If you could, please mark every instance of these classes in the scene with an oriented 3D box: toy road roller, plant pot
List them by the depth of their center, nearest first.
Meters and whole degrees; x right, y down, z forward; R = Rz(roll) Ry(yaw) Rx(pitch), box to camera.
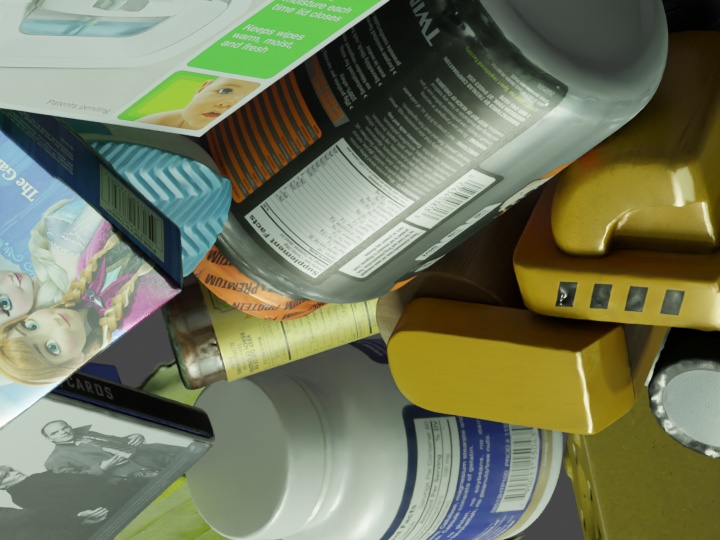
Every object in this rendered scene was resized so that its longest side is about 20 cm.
[{"bbox_3d":[0.102,-0.022,1.097,0.199,0.123,0.146,5,133,25],"label":"toy road roller"},{"bbox_3d":[0.239,0.133,1.722,0.199,0.196,0.194,-9,160,-2],"label":"plant pot"}]

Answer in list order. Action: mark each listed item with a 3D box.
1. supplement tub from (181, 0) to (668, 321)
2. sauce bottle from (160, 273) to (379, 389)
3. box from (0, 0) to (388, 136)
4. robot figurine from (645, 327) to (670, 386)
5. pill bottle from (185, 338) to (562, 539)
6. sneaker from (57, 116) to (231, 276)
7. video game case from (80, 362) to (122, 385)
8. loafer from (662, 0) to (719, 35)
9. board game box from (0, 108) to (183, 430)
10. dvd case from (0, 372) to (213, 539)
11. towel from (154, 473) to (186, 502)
[{"bbox_3d":[0.014,-0.067,1.051,0.122,0.123,0.200,0,153,-44],"label":"supplement tub"},{"bbox_3d":[0.000,0.000,1.305,0.199,0.065,0.065,-19,161,-8],"label":"sauce bottle"},{"bbox_3d":[-0.073,-0.133,0.833,0.176,0.097,0.200,-31,157,34],"label":"box"},{"bbox_3d":[0.184,0.013,1.369,0.169,0.114,0.200,-18,-153,-30],"label":"robot figurine"},{"bbox_3d":[0.005,0.098,1.485,0.199,0.120,0.120,0,153,-43],"label":"pill bottle"},{"bbox_3d":[-0.146,-0.037,1.001,0.199,0.081,0.077,2,124,-21],"label":"sneaker"},{"bbox_3d":[-0.244,0.098,1.358,0.181,0.046,0.200,-32,157,27],"label":"video game case"},{"bbox_3d":[0.157,-0.152,1.064,0.200,0.068,0.070,-28,124,29],"label":"loafer"},{"bbox_3d":[-0.200,-0.007,0.924,0.199,0.043,0.200,-37,120,19],"label":"board game box"},{"bbox_3d":[-0.189,0.096,1.255,0.200,0.025,0.150,21,126,-42],"label":"dvd case"},{"bbox_3d":[-0.161,0.109,1.375,0.086,0.018,0.200,-26,159,11],"label":"towel"}]
